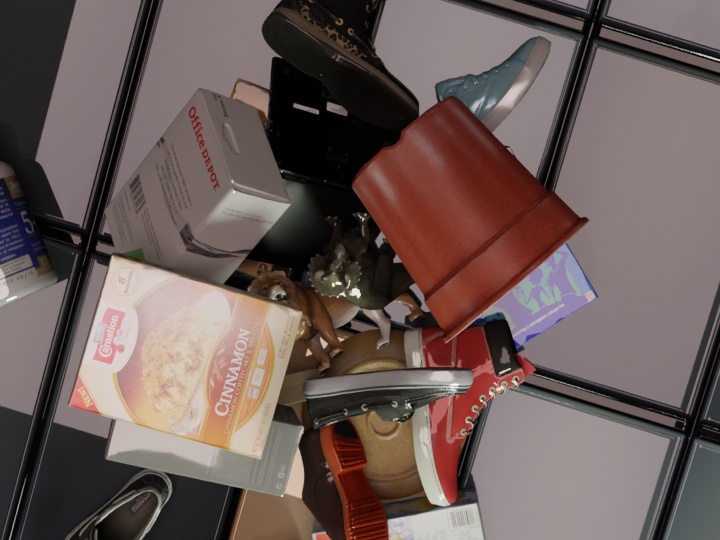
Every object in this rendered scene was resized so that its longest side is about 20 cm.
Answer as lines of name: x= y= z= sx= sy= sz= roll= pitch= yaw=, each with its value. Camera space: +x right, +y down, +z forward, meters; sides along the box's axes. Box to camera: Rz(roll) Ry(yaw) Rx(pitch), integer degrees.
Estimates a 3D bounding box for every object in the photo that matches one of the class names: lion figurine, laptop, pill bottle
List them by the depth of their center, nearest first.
laptop: x=-0.052 y=-0.110 z=1.517 sx=0.175 sy=0.103 sz=0.203 roll=11 pitch=75 yaw=-32
pill bottle: x=-0.432 y=-0.058 z=1.529 sx=0.118 sy=0.120 sz=0.202 roll=-22 pitch=95 yaw=4
lion figurine: x=-0.025 y=0.037 z=1.539 sx=0.198 sy=0.073 sz=0.123 roll=-18 pitch=67 yaw=-34

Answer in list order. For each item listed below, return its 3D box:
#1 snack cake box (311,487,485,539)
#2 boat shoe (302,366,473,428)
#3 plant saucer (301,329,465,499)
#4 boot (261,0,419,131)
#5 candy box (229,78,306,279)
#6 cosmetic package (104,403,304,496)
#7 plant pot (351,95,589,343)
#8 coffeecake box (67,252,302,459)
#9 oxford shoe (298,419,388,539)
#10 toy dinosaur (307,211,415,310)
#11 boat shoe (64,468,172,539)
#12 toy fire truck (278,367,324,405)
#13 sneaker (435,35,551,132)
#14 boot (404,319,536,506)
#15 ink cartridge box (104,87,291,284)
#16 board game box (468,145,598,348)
snack cake box: x=0.050 y=0.333 z=1.575 sx=0.197 sy=0.067 sz=0.117 roll=-11 pitch=96 yaw=3
boat shoe: x=0.031 y=0.137 z=1.470 sx=0.197 sy=0.068 sz=0.058 roll=-7 pitch=87 yaw=25
plant saucer: x=0.028 y=0.172 z=1.576 sx=0.197 sy=0.035 sz=0.204 roll=0 pitch=95 yaw=2
boot: x=-0.001 y=-0.260 z=1.487 sx=0.199 sy=0.073 sz=0.152 roll=32 pitch=54 yaw=-14
candy box: x=-0.122 y=-0.103 z=1.545 sx=0.114 sy=0.055 sz=0.202 roll=22 pitch=96 yaw=-3
cosmetic package: x=-0.170 y=0.173 z=1.454 sx=0.197 sy=0.107 sz=0.091 roll=16 pitch=94 yaw=-12
plant pot: x=0.104 y=-0.063 z=1.434 sx=0.200 sy=0.201 sz=0.196 roll=-40 pitch=86 yaw=5
coffeecake box: x=-0.176 y=0.084 z=1.359 sx=0.197 sy=0.073 sz=0.156 roll=16 pitch=90 yaw=-10
oxford shoe: x=-0.021 y=0.270 z=1.527 sx=0.072 sy=0.071 sz=0.203 roll=-25 pitch=70 yaw=33
toy dinosaur: x=0.000 y=0.000 z=1.485 sx=0.076 sy=0.200 sz=0.104 roll=0 pitch=69 yaw=30
boat shoe: x=-0.300 y=0.313 z=1.583 sx=0.072 sy=0.071 sz=0.201 roll=38 pitch=96 yaw=-2
toy fire truck: x=-0.152 y=0.101 z=1.547 sx=0.197 sy=0.129 sz=0.179 roll=-7 pitch=101 yaw=-17
sneaker: x=0.128 y=-0.196 z=1.518 sx=0.082 sy=0.074 sz=0.200 roll=41 pitch=95 yaw=-7
boot: x=0.129 y=0.159 z=1.513 sx=0.142 sy=0.072 sz=0.203 roll=-5 pitch=92 yaw=8
ink cartridge box: x=-0.176 y=-0.068 z=1.438 sx=0.200 sy=0.083 sz=0.147 roll=-46 pitch=50 yaw=31
board game box: x=0.156 y=-0.017 z=1.548 sx=0.151 sy=0.045 sz=0.201 roll=-32 pitch=93 yaw=5
